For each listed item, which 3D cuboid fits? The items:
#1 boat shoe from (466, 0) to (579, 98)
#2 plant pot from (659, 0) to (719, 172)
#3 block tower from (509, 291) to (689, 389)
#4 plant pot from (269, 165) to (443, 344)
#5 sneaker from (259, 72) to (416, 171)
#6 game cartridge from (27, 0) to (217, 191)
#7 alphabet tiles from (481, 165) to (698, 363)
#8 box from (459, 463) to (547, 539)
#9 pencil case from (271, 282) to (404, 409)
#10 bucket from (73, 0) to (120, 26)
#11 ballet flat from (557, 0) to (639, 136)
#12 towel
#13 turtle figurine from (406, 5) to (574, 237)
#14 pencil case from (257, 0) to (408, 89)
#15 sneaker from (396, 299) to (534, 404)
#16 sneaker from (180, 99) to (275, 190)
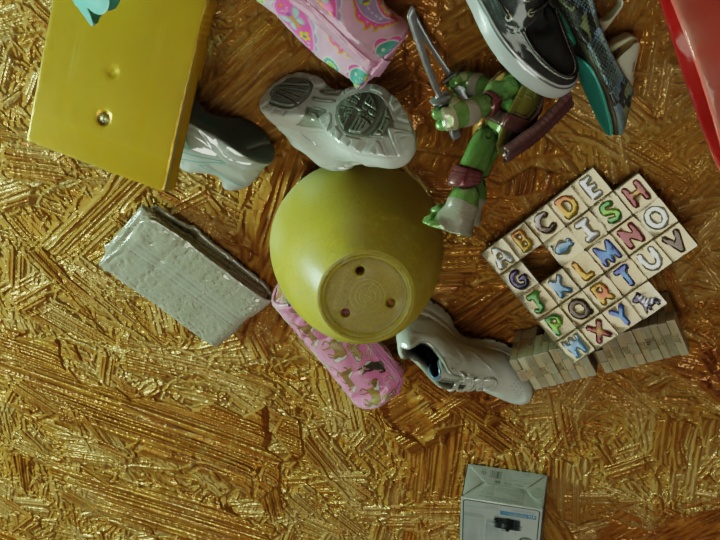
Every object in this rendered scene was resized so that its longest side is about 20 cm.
[{"bbox_3d":[0.136,-0.245,0.891,0.201,0.070,0.066,58,148,-3],"label":"boat shoe"},{"bbox_3d":[0.358,-0.200,0.858,0.175,0.201,0.202,-20,121,17],"label":"plant pot"},{"bbox_3d":[0.276,0.083,1.193,0.198,0.058,0.054,-17,123,30],"label":"block tower"},{"bbox_3d":[0.000,0.000,1.104,0.197,0.142,0.203,-1,114,-3],"label":"plant pot"},{"bbox_3d":[-0.011,-0.139,1.061,0.199,0.078,0.100,28,159,40],"label":"sneaker"},{"bbox_3d":[-0.247,-0.204,1.060,0.174,0.032,0.202,20,104,14],"label":"game cartridge"},{"bbox_3d":[0.254,-0.010,1.117,0.168,0.008,0.200,49,122,-3],"label":"alphabet tiles"},{"bbox_3d":[0.199,0.367,1.447,0.115,0.060,0.202,7,130,11],"label":"box"},{"bbox_3d":[-0.025,0.080,1.264,0.083,0.087,0.201,-38,116,-4],"label":"pencil case"},{"bbox_3d":[-0.210,-0.331,0.905,0.206,0.208,0.135,-30,110,34],"label":"bucket"},{"bbox_3d":[0.223,-0.217,0.958,0.073,0.075,0.201,-17,126,27],"label":"ballet flat"},{"bbox_3d":[-0.221,0.007,1.293,0.199,0.035,0.132,39,130,-17],"label":"towel"},{"bbox_3d":[0.088,-0.145,0.985,0.198,0.144,0.196,9,106,-23],"label":"turtle figurine"},{"bbox_3d":[-0.049,-0.263,0.981,0.199,0.088,0.087,38,129,-15],"label":"pencil case"},{"bbox_3d":[0.121,0.116,1.246,0.198,0.088,0.075,28,129,-9],"label":"sneaker"},{"bbox_3d":[-0.195,-0.152,1.130,0.199,0.071,0.080,33,133,-12],"label":"sneaker"}]
